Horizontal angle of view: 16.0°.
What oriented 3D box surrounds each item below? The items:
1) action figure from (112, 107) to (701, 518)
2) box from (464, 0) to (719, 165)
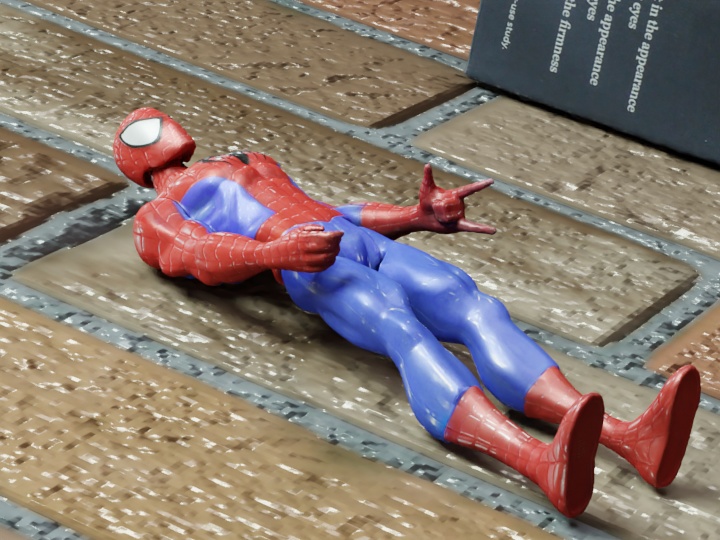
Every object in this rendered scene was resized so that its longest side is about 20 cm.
[{"bbox_3d":[0.000,0.000,0.698,0.199,0.052,0.065,27,31,37],"label":"action figure"},{"bbox_3d":[0.156,-0.116,0.912,0.199,0.149,0.104,22,24,20],"label":"box"}]
